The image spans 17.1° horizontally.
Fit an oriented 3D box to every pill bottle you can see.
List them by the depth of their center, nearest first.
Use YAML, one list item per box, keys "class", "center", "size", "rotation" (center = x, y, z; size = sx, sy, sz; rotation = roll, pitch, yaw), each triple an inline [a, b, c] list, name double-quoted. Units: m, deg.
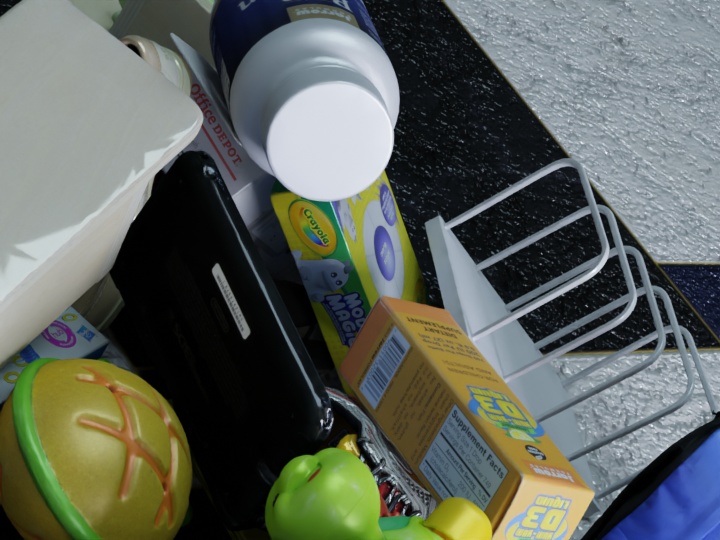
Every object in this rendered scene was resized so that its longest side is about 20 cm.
- class: "pill bottle"
  center: [-0.035, -0.124, 1.559]
  size: [0.110, 0.112, 0.200]
  rotation: [22, 21, -21]

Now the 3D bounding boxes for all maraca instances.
- class: "maraca"
  center: [-0.149, 0.110, 1.396]
  size: [0.138, 0.106, 0.200]
  rotation: [63, 14, 2]

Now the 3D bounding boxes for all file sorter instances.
- class: "file sorter"
  center: [0.154, 0.045, 1.698]
  size: [0.200, 0.124, 0.139]
  rotation: [52, 17, -36]

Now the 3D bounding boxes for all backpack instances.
- class: "backpack"
  center: [0.254, 0.189, 1.592]
  size: [0.168, 0.200, 0.162]
  rotation: [43, 30, 16]

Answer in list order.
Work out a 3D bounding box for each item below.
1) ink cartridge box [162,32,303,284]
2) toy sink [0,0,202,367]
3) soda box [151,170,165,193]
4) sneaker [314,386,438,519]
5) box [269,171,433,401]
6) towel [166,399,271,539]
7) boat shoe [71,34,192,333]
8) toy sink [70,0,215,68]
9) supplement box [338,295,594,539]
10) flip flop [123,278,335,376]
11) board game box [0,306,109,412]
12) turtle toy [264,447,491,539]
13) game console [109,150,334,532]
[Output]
- class: "ink cartridge box"
  center: [-0.089, -0.070, 1.665]
  size: [0.117, 0.067, 0.200]
  rotation: [56, 6, 31]
- class: "toy sink"
  center: [-0.206, -0.043, 1.369]
  size: [0.130, 0.112, 0.200]
  rotation: [38, 51, 7]
- class: "soda box"
  center: [-0.214, -0.081, 1.595]
  size: [0.070, 0.063, 0.200]
  rotation: [50, 16, 25]
- class: "sneaker"
  center: [0.007, 0.149, 1.511]
  size: [0.200, 0.078, 0.082]
  rotation: [47, 8, 35]
- class: "box"
  center: [0.000, 0.000, 1.648]
  size: [0.118, 0.048, 0.201]
  rotation: [-71, 147, -54]
- class: "towel"
  center: [-0.055, 0.159, 1.509]
  size: [0.086, 0.018, 0.200]
  rotation: [7, 40, -46]
- class: "boat shoe"
  center: [-0.167, -0.053, 1.527]
  size: [0.072, 0.201, 0.065]
  rotation: [20, 0, 21]
- class: "toy sink"
  center: [-0.115, -0.183, 1.846]
  size: [0.200, 0.112, 0.130]
  rotation: [45, 30, 18]
- class: "supplement box"
  center: [0.064, 0.100, 1.497]
  size: [0.066, 0.069, 0.200]
  rotation: [14, 27, -38]
- class: "flip flop"
  center: [-0.099, 0.023, 1.618]
  size: [0.199, 0.057, 0.082]
  rotation: [23, 67, -36]
- class: "board game box"
  center: [-0.282, 0.027, 1.425]
  size: [0.196, 0.056, 0.200]
  rotation: [41, 30, 10]
- class: "turtle toy"
  center: [0.000, 0.183, 1.370]
  size: [0.101, 0.201, 0.146]
  rotation: [25, 56, 29]
- class: "game console"
  center: [-0.062, 0.051, 1.450]
  size: [0.116, 0.176, 0.201]
  rotation: [-5, 57, -40]
